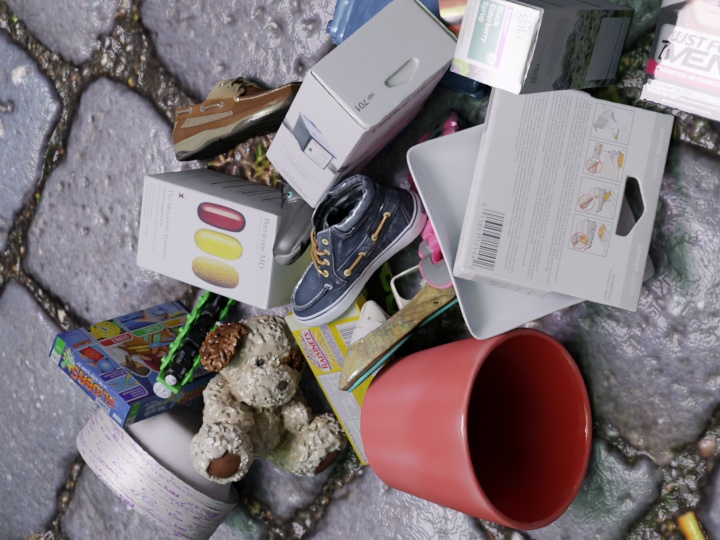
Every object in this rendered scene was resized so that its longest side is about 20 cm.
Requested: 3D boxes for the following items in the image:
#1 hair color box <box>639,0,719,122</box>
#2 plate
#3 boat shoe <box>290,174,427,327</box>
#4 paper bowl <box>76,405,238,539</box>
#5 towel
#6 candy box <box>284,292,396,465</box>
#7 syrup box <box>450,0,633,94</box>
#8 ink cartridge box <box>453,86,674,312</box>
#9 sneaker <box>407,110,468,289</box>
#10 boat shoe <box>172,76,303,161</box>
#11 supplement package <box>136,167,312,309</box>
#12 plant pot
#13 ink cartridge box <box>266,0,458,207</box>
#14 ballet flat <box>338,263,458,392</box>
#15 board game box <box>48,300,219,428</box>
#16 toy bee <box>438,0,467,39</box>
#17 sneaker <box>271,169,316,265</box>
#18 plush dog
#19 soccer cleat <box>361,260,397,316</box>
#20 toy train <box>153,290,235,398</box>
[{"bbox_3d":[0.331,-0.242,1.324,0.099,0.060,0.201,21,108,32],"label":"hair color box"},{"bbox_3d":[0.164,-0.054,1.427,0.032,0.199,0.201,138,112,-78],"label":"plate"},{"bbox_3d":[-0.028,-0.024,1.501,0.200,0.091,0.071,-45,44,27],"label":"boat shoe"},{"bbox_3d":[-0.229,0.220,1.720,0.200,0.201,0.105,41,94,24],"label":"paper bowl"},{"bbox_3d":[0.063,-0.261,1.518,0.199,0.048,0.112,26,103,28],"label":"towel"},{"bbox_3d":[0.003,0.122,1.596,0.102,0.026,0.201,-13,112,38],"label":"candy box"},{"bbox_3d":[0.172,-0.216,1.356,0.081,0.200,0.079,24,111,30],"label":"syrup box"},{"bbox_3d":[0.195,-0.072,1.395,0.175,0.045,0.201,14,80,-4],"label":"ink cartridge box"},{"bbox_3d":[0.108,-0.068,1.507,0.079,0.095,0.201,-30,55,49],"label":"sneaker"},{"bbox_3d":[-0.147,-0.185,1.670,0.199,0.075,0.074,-18,84,35],"label":"boat shoe"},{"bbox_3d":[-0.145,-0.040,1.668,0.199,0.109,0.115,17,107,33],"label":"supplement package"},{"bbox_3d":[0.108,0.157,1.480,0.177,0.200,0.202,-3,96,47],"label":"plant pot"},{"bbox_3d":[0.001,-0.167,1.456,0.086,0.146,0.200,46,155,5],"label":"ink cartridge box"},{"bbox_3d":[0.041,0.045,1.519,0.200,0.071,0.071,-39,70,-10],"label":"ballet flat"},{"bbox_3d":[-0.247,0.106,1.708,0.135,0.199,0.035,39,121,25],"label":"board game box"},{"bbox_3d":[0.088,-0.313,1.422,0.130,0.109,0.201,-28,69,19],"label":"toy bee"},{"bbox_3d":[-0.061,-0.098,1.565,0.079,0.201,0.075,25,155,-5],"label":"sneaker"},{"bbox_3d":[-0.115,0.131,1.646,0.160,0.199,0.173,36,116,49],"label":"plush dog"},{"bbox_3d":[0.001,0.000,1.611,0.084,0.064,0.202,-136,41,-66],"label":"soccer cleat"},{"bbox_3d":[-0.195,0.079,1.682,0.042,0.200,0.056,37,123,-9],"label":"toy train"}]
